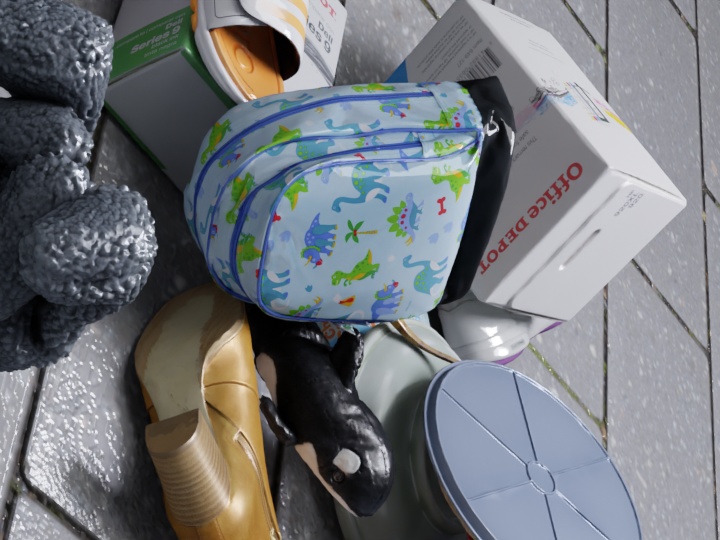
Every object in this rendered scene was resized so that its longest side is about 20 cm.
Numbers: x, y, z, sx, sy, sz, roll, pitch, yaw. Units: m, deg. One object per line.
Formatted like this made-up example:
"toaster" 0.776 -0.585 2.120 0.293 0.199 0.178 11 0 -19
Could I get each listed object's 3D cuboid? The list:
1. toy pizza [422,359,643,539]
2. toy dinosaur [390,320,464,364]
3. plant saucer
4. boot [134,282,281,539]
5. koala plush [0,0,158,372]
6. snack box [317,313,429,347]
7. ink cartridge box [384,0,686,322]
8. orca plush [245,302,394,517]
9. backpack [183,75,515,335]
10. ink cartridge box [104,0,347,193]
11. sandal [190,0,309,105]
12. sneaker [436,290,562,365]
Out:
"toy pizza" 0.114 0.149 1.406 0.199 0.032 0.201 31 34 -24
"toy dinosaur" -0.002 -0.012 1.432 0.060 0.106 0.201 -34 121 -24
"plant saucer" 0.051 0.132 1.466 0.199 0.050 0.202 16 71 -55
"boot" -0.087 0.113 1.283 0.202 0.070 0.145 -87 160 -57
"koala plush" -0.236 -0.034 1.043 0.199 0.184 0.179 6 54 -36
"snack box" 0.000 0.000 1.529 0.116 0.037 0.202 12 61 -56
"ink cartridge box" 0.123 -0.084 1.614 0.144 0.147 0.201 13 36 -55
"orca plush" -0.019 0.060 1.354 0.105 0.071 0.201 28 29 -41
"backpack" -0.012 -0.042 1.305 0.198 0.164 0.154 9 33 -15
"ink cartridge box" -0.092 -0.152 1.423 0.146 0.084 0.201 48 34 -32
"sandal" -0.069 -0.198 1.345 0.079 0.059 0.209 25 49 -48
"sneaker" 0.119 0.014 1.691 0.100 0.074 0.200 67 28 -5
